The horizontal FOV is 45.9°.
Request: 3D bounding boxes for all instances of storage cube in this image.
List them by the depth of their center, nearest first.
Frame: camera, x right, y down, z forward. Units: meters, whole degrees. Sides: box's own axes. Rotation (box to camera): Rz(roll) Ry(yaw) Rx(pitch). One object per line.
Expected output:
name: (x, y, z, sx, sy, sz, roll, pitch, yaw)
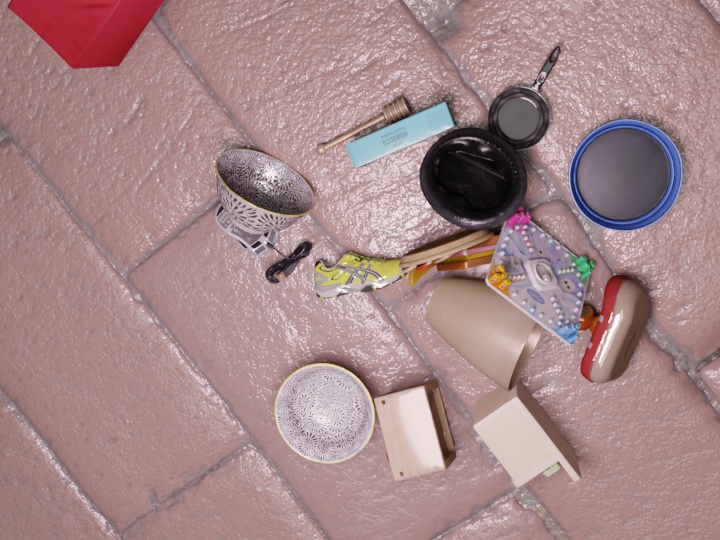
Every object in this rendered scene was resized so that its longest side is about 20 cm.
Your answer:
storage cube: (-0.505, -0.501, 1.580, 0.171, 0.200, 0.180, 43, 111, -1)

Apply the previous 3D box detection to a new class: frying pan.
frying pan: (0.294, -0.316, 1.554, 0.114, 0.031, 0.192, 8, 99, 8)

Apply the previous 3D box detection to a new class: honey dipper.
honey dipper: (0.001, -0.271, 1.614, 0.199, 0.038, 0.038, -24, 96, 16)

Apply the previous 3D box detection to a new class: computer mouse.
computer mouse: (-0.201, -0.067, 1.679, 0.200, 0.044, 0.110, 40, 81, 5)

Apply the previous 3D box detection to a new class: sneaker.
sneaker: (0.000, 0.000, 1.646, 0.198, 0.075, 0.077, -12, 99, 11)

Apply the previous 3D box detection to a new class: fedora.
fedora: (0.208, -0.158, 1.557, 0.199, 0.092, 0.202, -3, 77, 12)

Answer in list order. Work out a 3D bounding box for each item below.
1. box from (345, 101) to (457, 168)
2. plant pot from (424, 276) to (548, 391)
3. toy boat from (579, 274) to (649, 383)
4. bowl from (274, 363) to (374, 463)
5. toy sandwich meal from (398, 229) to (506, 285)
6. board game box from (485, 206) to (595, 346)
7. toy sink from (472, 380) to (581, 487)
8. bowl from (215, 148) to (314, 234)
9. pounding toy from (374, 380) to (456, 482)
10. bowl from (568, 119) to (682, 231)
box: (0.077, -0.251, 1.580, 0.199, 0.082, 0.049, -21, 95, 13)
plant pot: (0.227, 0.097, 1.584, 0.199, 0.187, 0.189, 25, 104, 19)
toy boat: (0.444, 0.101, 1.576, 0.130, 0.130, 0.201, 28, 106, 34)
bowl: (-0.062, 0.270, 1.690, 0.199, 0.094, 0.203, 2, 100, 10)
toy sandwich meal: (0.168, -0.023, 1.558, 0.204, 0.205, 0.071, -19, 95, 13)
board game box: (0.327, 0.004, 1.514, 0.199, 0.201, 0.026, 35, 139, -11)
toy sink: (0.313, 0.327, 1.624, 0.112, 0.130, 0.200, -38, 93, 15)
bowl: (-0.195, -0.132, 1.607, 0.200, 0.201, 0.094, 33, 121, 2)
pounding toy: (0.097, 0.322, 1.649, 0.141, 0.200, 0.186, -16, 83, 13)
bowl: (0.478, -0.173, 1.545, 0.199, 0.039, 0.202, 2, 101, 9)
